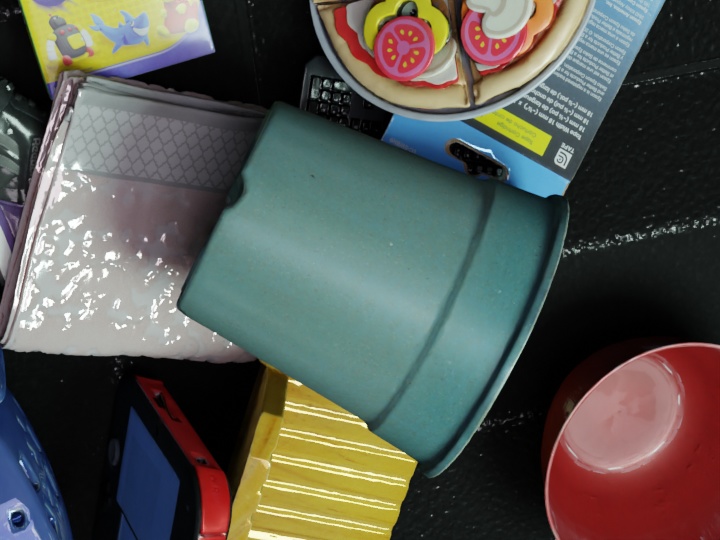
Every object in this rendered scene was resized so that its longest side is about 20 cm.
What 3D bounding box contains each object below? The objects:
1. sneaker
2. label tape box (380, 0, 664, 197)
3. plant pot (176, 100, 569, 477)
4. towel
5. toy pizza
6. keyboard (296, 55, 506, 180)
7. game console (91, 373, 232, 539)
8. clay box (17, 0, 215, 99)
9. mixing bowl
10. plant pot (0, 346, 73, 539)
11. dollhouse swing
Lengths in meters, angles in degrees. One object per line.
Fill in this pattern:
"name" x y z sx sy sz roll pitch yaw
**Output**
"sneaker" -0.231 -0.095 1.098 0.087 0.076 0.200 -23 122 -16
"label tape box" 0.104 -0.147 1.149 0.144 0.063 0.200 27 92 -22
"plant pot" 0.000 0.000 1.066 0.196 0.200 0.201 26 102 -6
"towel" -0.132 -0.028 1.131 0.200 0.032 0.191 6 108 -36
"toy pizza" 0.056 -0.196 1.081 0.200 0.032 0.201 -3 81 20
"keyboard" 0.048 -0.084 1.164 0.200 0.040 0.104 6 101 -26
"game console" -0.145 0.182 1.147 0.031 0.200 0.177 8 107 -26
"clay box" -0.174 -0.222 1.069 0.115 0.048 0.200 -18 115 -8
"mixing bowl" 0.217 0.128 1.273 0.200 0.108 0.201 -5 111 -12
"plant pot" -0.304 0.136 1.093 0.200 0.200 0.180 -15 106 -9
"dollhouse swing" -0.027 0.165 1.185 0.181 0.176 0.200 14 105 -19
